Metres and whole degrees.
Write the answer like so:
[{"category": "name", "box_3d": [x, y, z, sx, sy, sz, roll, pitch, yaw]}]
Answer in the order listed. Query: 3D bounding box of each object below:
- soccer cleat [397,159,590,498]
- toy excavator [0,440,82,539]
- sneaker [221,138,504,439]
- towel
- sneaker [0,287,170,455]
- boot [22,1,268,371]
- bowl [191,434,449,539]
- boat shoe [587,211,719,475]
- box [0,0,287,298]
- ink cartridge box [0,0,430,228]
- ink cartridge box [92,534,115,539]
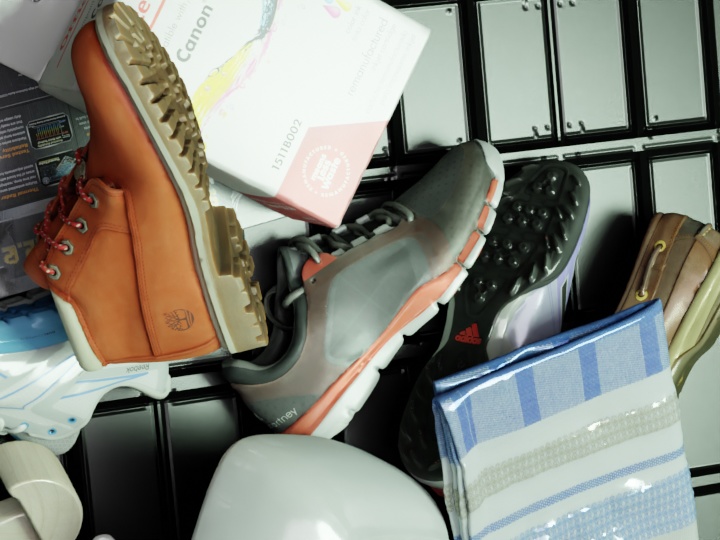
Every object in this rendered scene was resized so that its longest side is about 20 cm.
[{"category": "soccer cleat", "box_3d": [0.082, 0.035, 1.494, 0.073, 0.068, 0.200, 41, 65, -52]}, {"category": "toy excavator", "box_3d": [-0.265, 0.137, 1.340, 0.194, 0.100, 0.200, -47, 132, 10]}, {"category": "sneaker", "box_3d": [0.000, 0.000, 1.448, 0.082, 0.077, 0.200, 38, 80, -13]}, {"category": "towel", "box_3d": [0.116, 0.126, 1.459, 0.147, 0.024, 0.200, -20, 117, -18]}, {"category": "sneaker", "box_3d": [-0.184, 0.059, 1.382, 0.200, 0.075, 0.087, -13, 104, -20]}, {"category": "boot", "box_3d": [-0.120, -0.033, 1.298, 0.107, 0.075, 0.200, -13, 123, 5]}, {"category": "bowl", "box_3d": [-0.022, 0.191, 1.394, 0.200, 0.075, 0.200, 17, 89, -64]}, {"category": "boat shoe", "box_3d": [0.147, 0.059, 1.518, 0.068, 0.072, 0.200, 31, 91, 13]}, {"category": "box", "box_3d": [-0.127, -0.085, 1.403, 0.200, 0.048, 0.158, -17, 101, -20]}, {"category": "ink cartridge box", "box_3d": [-0.081, -0.116, 1.356, 0.200, 0.067, 0.117, 26, 85, -22]}, {"category": "ink cartridge box", "box_3d": [-0.172, 0.239, 1.400, 0.200, 0.068, 0.115, -47, 108, -11]}]
